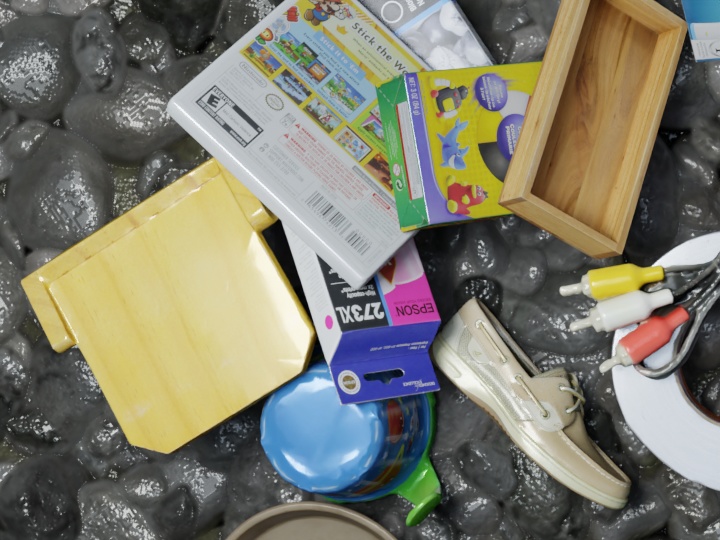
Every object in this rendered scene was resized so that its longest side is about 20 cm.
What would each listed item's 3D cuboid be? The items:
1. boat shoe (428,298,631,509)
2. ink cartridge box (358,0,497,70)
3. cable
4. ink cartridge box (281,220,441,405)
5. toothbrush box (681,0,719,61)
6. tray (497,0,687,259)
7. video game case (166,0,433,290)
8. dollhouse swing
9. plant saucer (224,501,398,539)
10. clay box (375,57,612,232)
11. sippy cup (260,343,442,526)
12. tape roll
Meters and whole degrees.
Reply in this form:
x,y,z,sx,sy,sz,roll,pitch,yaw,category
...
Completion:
x,y,z,sx,sy,sz,roll,pitch,yaw,category
0.142,0.104,1.515,0.200,0.072,0.065,43,99,15,boat shoe
0.008,-0.140,1.559,0.200,0.043,0.198,-34,84,11,ink cartridge box
0.253,0.012,1.432,0.200,0.050,0.097,-28,85,12,cable
0.000,0.000,1.474,0.037,0.095,0.200,-37,65,51,ink cartridge box
0.334,-0.235,1.414,0.200,0.146,0.085,-2,55,18,toothbrush box
0.177,-0.120,1.465,0.099,0.037,0.200,28,69,-25,tray
-0.016,-0.110,1.475,0.200,0.023,0.182,43,61,4,video game case
-0.130,0.021,1.534,0.200,0.182,0.176,-32,95,10,dollhouse swing
-0.032,0.281,1.560,0.200,0.029,0.200,2,98,16,plant saucer
0.114,-0.099,1.473,0.200,0.048,0.115,-9,88,-30,clay box
-0.018,0.120,1.518,0.177,0.130,0.140,8,91,13,sippy cup
0.294,0.068,1.483,0.200,0.066,0.201,0,89,13,tape roll
